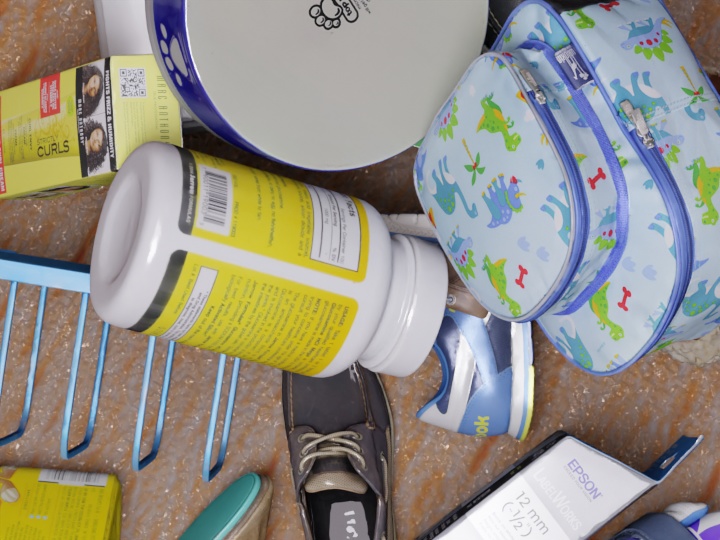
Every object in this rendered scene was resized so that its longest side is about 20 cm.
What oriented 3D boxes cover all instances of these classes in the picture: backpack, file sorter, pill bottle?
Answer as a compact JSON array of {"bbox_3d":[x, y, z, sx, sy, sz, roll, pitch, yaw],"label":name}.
[{"bbox_3d":[0.134,-0.044,1.552,0.146,0.183,0.201,-21,68,-33],"label":"backpack"},{"bbox_3d":[-0.175,0.059,1.712,0.198,0.139,0.124,9,92,2],"label":"file sorter"},{"bbox_3d":[-0.053,0.000,1.588,0.199,0.112,0.113,16,88,-22],"label":"pill bottle"}]

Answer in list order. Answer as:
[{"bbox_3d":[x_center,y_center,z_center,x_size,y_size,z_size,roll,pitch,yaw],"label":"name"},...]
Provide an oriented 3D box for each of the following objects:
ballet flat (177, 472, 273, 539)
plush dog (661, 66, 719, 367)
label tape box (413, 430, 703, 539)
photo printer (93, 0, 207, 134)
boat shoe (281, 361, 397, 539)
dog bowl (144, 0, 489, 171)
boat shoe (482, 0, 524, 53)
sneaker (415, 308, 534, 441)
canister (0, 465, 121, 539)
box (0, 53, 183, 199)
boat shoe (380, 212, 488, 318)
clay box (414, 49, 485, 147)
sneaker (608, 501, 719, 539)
[{"bbox_3d":[-0.115,0.222,1.743,0.200,0.068,0.072,-45,107,0],"label":"ballet flat"},{"bbox_3d":[0.208,-0.024,1.697,0.159,0.200,0.173,-12,80,29],"label":"plush dog"},{"bbox_3d":[0.120,0.147,1.694,0.200,0.143,0.066,-39,87,0],"label":"label tape box"},{"bbox_3d":[-0.096,-0.195,1.752,0.165,0.069,0.202,-7,88,2],"label":"photo printer"},{"bbox_3d":[-0.010,0.131,1.734,0.074,0.073,0.202,-12,87,1],"label":"boat shoe"},{"bbox_3d":[-0.025,-0.162,1.597,0.199,0.079,0.202,-4,100,-20],"label":"dog bowl"},{"bbox_3d":[0.085,-0.224,1.695,0.075,0.060,0.201,-15,69,-9],"label":"boat shoe"},{"bbox_3d":[0.072,0.013,1.738,0.082,0.074,0.202,-3,86,4],"label":"sneaker"},{"bbox_3d":[-0.260,0.185,1.706,0.198,0.149,0.087,5,125,0],"label":"canister"},{"bbox_3d":[-0.179,-0.090,1.689,0.050,0.200,0.076,-3,88,-31],"label":"box"},{"bbox_3d":[0.000,0.000,1.705,0.199,0.072,0.073,0,83,37],"label":"boat shoe"},{"bbox_3d":[0.082,-0.157,1.728,0.114,0.048,0.201,14,70,2],"label":"clay box"},{"bbox_3d":[0.177,0.193,1.663,0.146,0.200,0.081,-42,77,6],"label":"sneaker"}]
